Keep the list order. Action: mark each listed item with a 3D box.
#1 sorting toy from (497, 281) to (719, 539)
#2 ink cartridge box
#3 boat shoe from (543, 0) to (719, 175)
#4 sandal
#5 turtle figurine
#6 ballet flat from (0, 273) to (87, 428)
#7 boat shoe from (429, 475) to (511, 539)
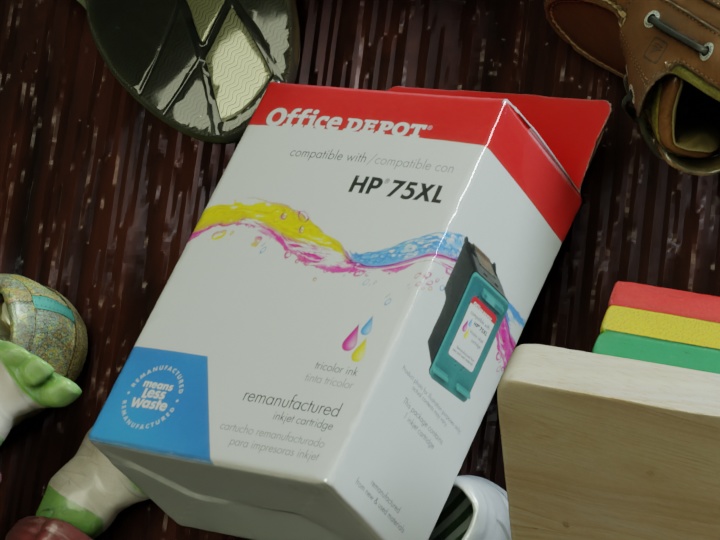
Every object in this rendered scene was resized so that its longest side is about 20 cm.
[{"bbox_3d":[0.156,0.098,0.953,0.199,0.199,0.070,9,45,18],"label":"sorting toy"},{"bbox_3d":[0.000,0.000,1.057,0.116,0.067,0.200,7,61,38],"label":"ink cartridge box"},{"bbox_3d":[0.121,-0.074,1.036,0.068,0.072,0.200,-54,32,-10],"label":"boat shoe"},{"bbox_3d":[-0.082,-0.119,1.166,0.080,0.057,0.201,-42,50,0],"label":"sandal"},{"bbox_3d":[-0.142,0.132,1.047,0.144,0.200,0.194,34,77,1],"label":"turtle figurine"},{"bbox_3d":[-0.201,0.061,1.135,0.200,0.071,0.071,-30,66,6],"label":"ballet flat"},{"bbox_3d":[-0.027,0.142,1.053,0.200,0.067,0.074,-46,65,-1],"label":"boat shoe"}]
